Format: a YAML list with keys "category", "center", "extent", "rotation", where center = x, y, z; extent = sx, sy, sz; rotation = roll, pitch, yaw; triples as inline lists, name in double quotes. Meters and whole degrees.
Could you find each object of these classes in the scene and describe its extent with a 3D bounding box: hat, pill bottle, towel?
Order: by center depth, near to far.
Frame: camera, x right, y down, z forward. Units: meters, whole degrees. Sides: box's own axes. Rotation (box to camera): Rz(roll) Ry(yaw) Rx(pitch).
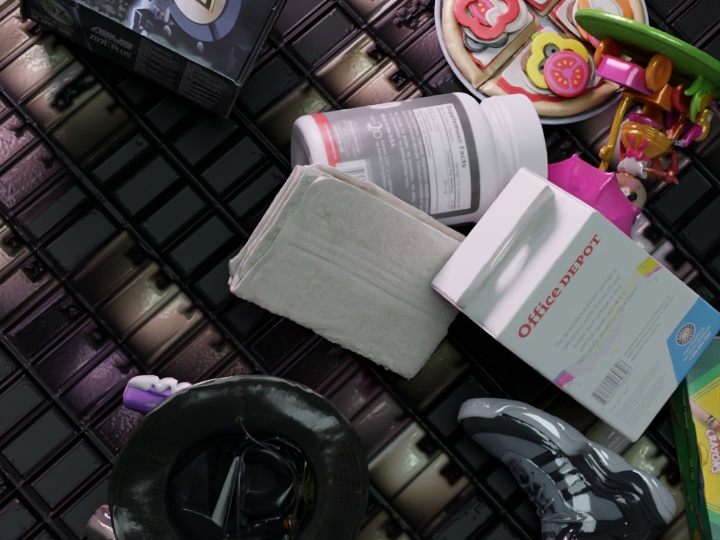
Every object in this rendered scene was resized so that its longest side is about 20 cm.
- category: "hat"
  center: [-0.096, 0.165, 1.530]
  extent: [0.200, 0.081, 0.201]
  rotation: [-1, 98, -10]
- category: "towel"
  center: [0.000, 0.000, 1.620]
  extent: [0.200, 0.035, 0.133]
  rotation: [28, 107, -27]
- category: "pill bottle"
  center: [0.049, -0.089, 1.675]
  extent: [0.199, 0.114, 0.114]
  rotation: [-10, 75, -12]

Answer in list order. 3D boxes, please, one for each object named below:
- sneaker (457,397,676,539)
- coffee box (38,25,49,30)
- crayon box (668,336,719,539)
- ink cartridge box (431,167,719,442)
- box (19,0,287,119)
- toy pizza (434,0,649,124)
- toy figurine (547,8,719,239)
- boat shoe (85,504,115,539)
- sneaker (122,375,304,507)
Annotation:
- category: "sneaker"
  center: [0.156, 0.190, 1.627]
  extent: [0.200, 0.075, 0.114]
  rotation: [29, 68, -2]
- category: "coffee box"
  center: [-0.204, -0.296, 1.732]
  extent: [0.123, 0.044, 0.201]
  rotation: [13, 72, -7]
- category: "crayon box"
  center: [0.334, 0.157, 1.676]
  extent: [0.118, 0.058, 0.201]
  rotation: [-4, 74, -10]
- category: "ink cartridge box"
  center: [0.168, 0.020, 1.595]
  extent: [0.200, 0.125, 0.129]
  rotation: [37, 91, -30]
- category: "box"
  center: [-0.161, -0.251, 1.659]
  extent: [0.200, 0.086, 0.164]
  rotation: [27, 71, -4]
- category: "toy pizza"
  center: [0.166, -0.229, 1.779]
  extent: [0.199, 0.032, 0.201]
  rotation: [3, 73, -8]
- category: "toy figurine"
  center: [0.229, -0.104, 1.710]
  extent: [0.150, 0.200, 0.185]
  rotation: [24, 90, 35]
- category: "boat shoe"
  center: [-0.124, 0.235, 1.579]
  extent: [0.200, 0.075, 0.073]
  rotation: [30, 59, -7]
- category: "sneaker"
  center: [-0.108, 0.152, 1.600]
  extent: [0.200, 0.080, 0.089]
  rotation: [26, 86, 1]
